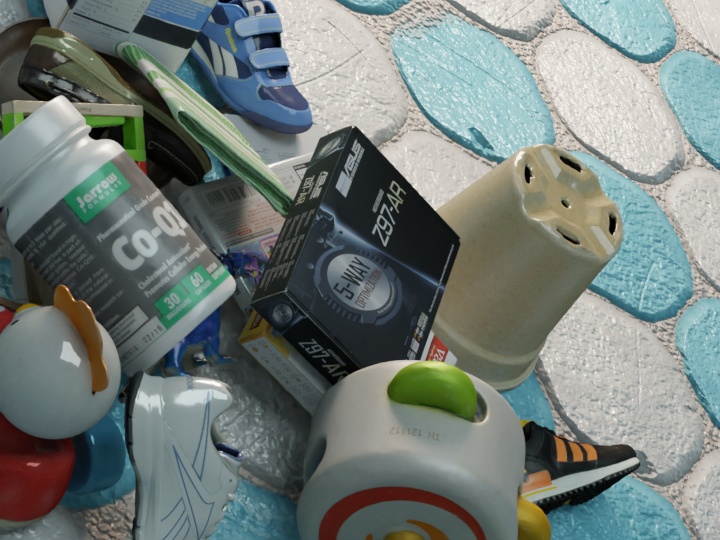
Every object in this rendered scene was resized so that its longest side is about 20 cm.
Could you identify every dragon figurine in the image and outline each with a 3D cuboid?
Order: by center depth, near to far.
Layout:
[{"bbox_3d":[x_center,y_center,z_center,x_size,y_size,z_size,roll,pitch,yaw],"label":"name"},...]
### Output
[{"bbox_3d":[-0.157,0.042,1.637,0.200,0.059,0.100,-26,105,-52],"label":"dragon figurine"}]

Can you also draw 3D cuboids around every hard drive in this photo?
[{"bbox_3d":[-0.056,-0.056,1.880,0.131,0.025,0.201,4,54,-40],"label":"hard drive"}]

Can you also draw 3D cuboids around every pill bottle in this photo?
[{"bbox_3d":[-0.198,-0.027,1.522,0.200,0.113,0.113,49,37,-4],"label":"pill bottle"}]

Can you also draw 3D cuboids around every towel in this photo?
[{"bbox_3d":[-0.139,-0.128,1.745,0.152,0.023,0.200,41,5,-33],"label":"towel"}]

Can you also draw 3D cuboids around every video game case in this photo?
[{"bbox_3d":[-0.050,-0.014,1.804,0.200,0.024,0.183,-20,75,-48],"label":"video game case"}]

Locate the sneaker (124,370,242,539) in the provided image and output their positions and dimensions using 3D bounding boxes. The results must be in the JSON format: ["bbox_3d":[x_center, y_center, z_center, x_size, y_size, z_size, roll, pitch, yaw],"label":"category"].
[{"bbox_3d":[-0.130,0.172,1.486,0.087,0.201,0.075,-3,20,-6],"label":"sneaker"}]

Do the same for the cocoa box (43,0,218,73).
[{"bbox_3d":[-0.218,-0.305,1.842,0.133,0.131,0.201,15,36,-34],"label":"cocoa box"}]

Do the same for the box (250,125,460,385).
[{"bbox_3d":[0.000,0.000,1.707,0.160,0.043,0.201,46,45,-27],"label":"box"}]

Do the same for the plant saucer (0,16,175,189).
[{"bbox_3d":[-0.250,-0.139,1.771,0.199,0.032,0.201,25,42,-25],"label":"plant saucer"}]

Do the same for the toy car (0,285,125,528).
[{"bbox_3d":[-0.242,0.071,1.450,0.184,0.200,0.177,-6,60,-46],"label":"toy car"}]

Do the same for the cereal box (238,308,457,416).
[{"bbox_3d":[-0.006,0.070,1.738,0.200,0.039,0.144,46,48,-25],"label":"cereal box"}]

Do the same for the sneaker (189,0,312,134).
[{"bbox_3d":[-0.109,-0.215,1.915,0.200,0.082,0.074,50,30,17],"label":"sneaker"}]

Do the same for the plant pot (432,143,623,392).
[{"bbox_3d":[0.144,-0.017,1.903,0.200,0.184,0.201,25,42,-24],"label":"plant pot"}]

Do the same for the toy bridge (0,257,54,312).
[{"bbox_3d":[-0.253,-0.002,1.579,0.199,0.027,0.068,-10,95,-42],"label":"toy bridge"}]

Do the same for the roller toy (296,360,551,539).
[{"bbox_3d":[0.043,0.181,1.630,0.200,0.182,0.140,50,32,-32],"label":"roller toy"}]

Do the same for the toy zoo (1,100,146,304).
[{"bbox_3d":[-0.230,-0.037,1.636,0.131,0.020,0.201,-3,87,-42],"label":"toy zoo"}]

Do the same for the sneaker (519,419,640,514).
[{"bbox_3d":[0.183,0.173,1.857,0.199,0.070,0.090,-12,68,-45],"label":"sneaker"}]

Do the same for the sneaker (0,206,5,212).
[{"bbox_3d":[-0.376,-0.089,1.567,0.200,0.080,0.147,47,33,-8],"label":"sneaker"}]

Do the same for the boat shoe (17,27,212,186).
[{"bbox_3d":[-0.216,-0.128,1.721,0.200,0.073,0.065,39,71,-26],"label":"boat shoe"}]
